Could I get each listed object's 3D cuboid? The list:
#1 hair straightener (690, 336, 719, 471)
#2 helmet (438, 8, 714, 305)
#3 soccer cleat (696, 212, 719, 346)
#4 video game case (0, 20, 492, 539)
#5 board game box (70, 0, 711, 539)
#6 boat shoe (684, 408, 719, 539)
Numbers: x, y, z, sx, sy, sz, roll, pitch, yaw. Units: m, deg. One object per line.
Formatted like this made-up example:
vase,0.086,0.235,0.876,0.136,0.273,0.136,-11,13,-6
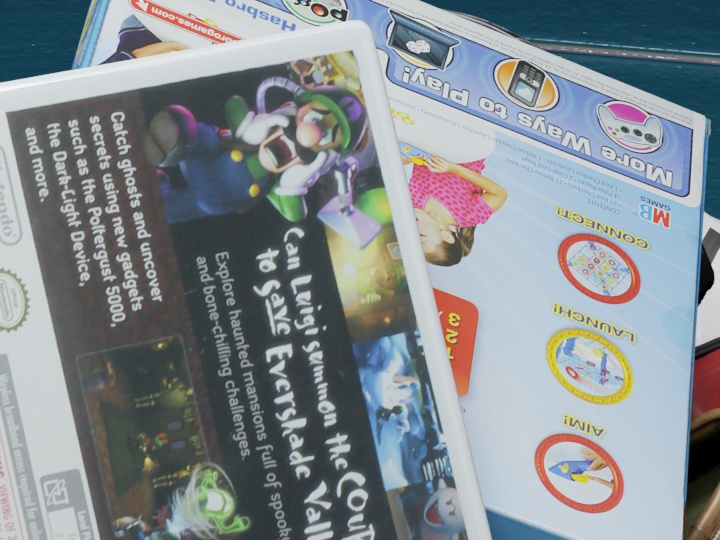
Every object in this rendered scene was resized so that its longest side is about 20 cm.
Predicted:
hair straightener,0.161,0.018,0.972,0.200,0.041,0.077,-28,6,-29
helmet,0.007,0.002,1.013,0.191,0.200,0.200,40,40,9
soccer cleat,0.128,-0.001,1.182,0.085,0.069,0.200,1,30,-13
video game case,-0.062,0.048,0.719,0.181,0.201,0.023,-11,-7,-15
board game box,0.000,0.000,0.833,0.199,0.056,0.196,21,43,-10
boat shoe,0.059,0.117,0.869,0.200,0.074,0.076,-43,35,-6
